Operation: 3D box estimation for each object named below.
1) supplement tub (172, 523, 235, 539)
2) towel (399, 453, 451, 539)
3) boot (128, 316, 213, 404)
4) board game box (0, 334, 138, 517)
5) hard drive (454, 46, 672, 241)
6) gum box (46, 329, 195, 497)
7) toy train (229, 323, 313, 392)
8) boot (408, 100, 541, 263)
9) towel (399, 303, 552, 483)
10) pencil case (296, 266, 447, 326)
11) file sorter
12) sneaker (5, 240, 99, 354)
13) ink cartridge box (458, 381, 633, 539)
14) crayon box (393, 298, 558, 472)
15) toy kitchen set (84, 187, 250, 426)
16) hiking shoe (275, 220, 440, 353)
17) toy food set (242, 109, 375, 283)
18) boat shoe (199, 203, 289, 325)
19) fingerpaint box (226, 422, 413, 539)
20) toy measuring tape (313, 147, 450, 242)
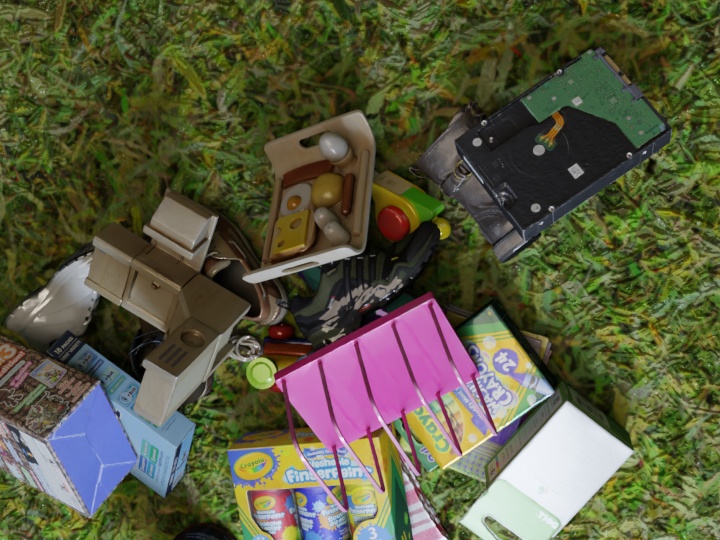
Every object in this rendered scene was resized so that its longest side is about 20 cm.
[{"bbox_3d":[-0.224,0.397,1.463,0.106,0.200,0.108,2,99,15],"label":"supplement tub"},{"bbox_3d":[0.005,0.293,1.478,0.146,0.030,0.201,-31,90,17],"label":"towel"},{"bbox_3d":[-0.251,0.077,1.475,0.074,0.097,0.201,-25,92,16],"label":"boot"},{"bbox_3d":[-0.395,0.186,1.442,0.199,0.097,0.160,19,142,29],"label":"board game box"},{"bbox_3d":[0.223,-0.143,1.301,0.199,0.038,0.140,-35,67,-2],"label":"hard drive"},{"bbox_3d":[-0.306,0.184,1.482,0.199,0.045,0.170,34,147,7],"label":"gum box"},{"bbox_3d":[-0.112,0.115,1.435,0.198,0.116,0.086,3,99,14],"label":"toy train"},{"bbox_3d":[0.174,-0.126,1.355,0.200,0.069,0.175,-39,80,9],"label":"boot"},{"bbox_3d":[0.136,0.150,1.426,0.143,0.023,0.202,21,103,10],"label":"towel"},{"bbox_3d":[0.002,0.015,1.402,0.200,0.085,0.092,45,69,7],"label":"pencil case"},{"bbox_3d":[0.031,0.150,1.279,0.199,0.126,0.139,-28,128,8],"label":"file sorter"},{"bbox_3d":[-0.368,0.033,1.521,0.200,0.075,0.087,-40,99,23],"label":"sneaker"},{"bbox_3d":[0.215,0.241,1.388,0.104,0.059,0.200,36,106,-9],"label":"ink cartridge box"},{"bbox_3d":[0.117,0.144,1.393,0.200,0.052,0.126,-38,88,17],"label":"crayon box"},{"bbox_3d":[-0.245,0.025,1.345,0.199,0.181,0.164,30,125,8],"label":"toy kitchen set"},{"bbox_3d":[0.000,0.000,1.324,0.200,0.076,0.101,-42,84,-5],"label":"hiking shoe"},{"bbox_3d":[-0.062,-0.084,1.342,0.142,0.201,0.060,-16,138,28],"label":"toy food set"},{"bbox_3d":[-0.171,-0.011,1.450,0.200,0.072,0.076,41,105,11],"label":"boat shoe"},{"bbox_3d":[-0.048,0.279,1.439,0.198,0.073,0.169,-6,99,18],"label":"fingerpaint box"},{"bbox_3d":[0.023,-0.082,1.404,0.199,0.073,0.074,30,105,24],"label":"toy measuring tape"}]
